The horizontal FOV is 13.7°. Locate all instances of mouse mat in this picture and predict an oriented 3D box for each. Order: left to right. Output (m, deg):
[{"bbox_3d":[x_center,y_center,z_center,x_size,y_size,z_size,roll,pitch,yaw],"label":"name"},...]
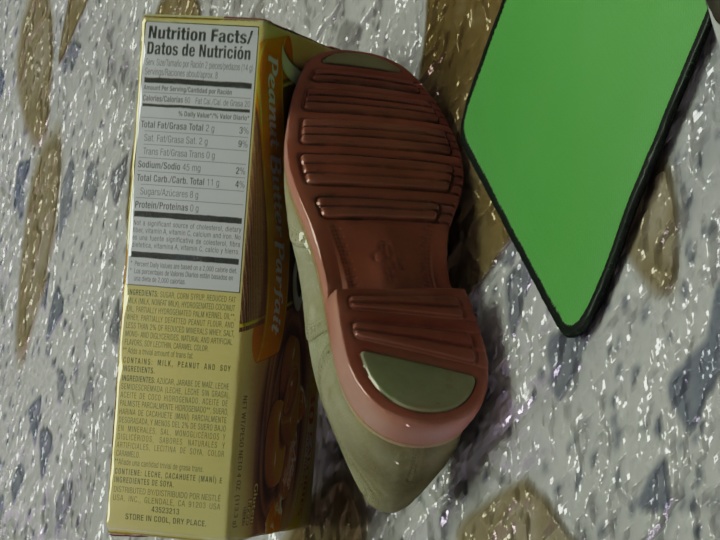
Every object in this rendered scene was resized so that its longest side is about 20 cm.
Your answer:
[{"bbox_3d":[0.086,-0.096,1.040,0.161,0.008,0.200,-114,40,-56],"label":"mouse mat"}]

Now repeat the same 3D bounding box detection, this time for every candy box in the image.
[{"bbox_3d":[-0.052,0.004,1.191,0.115,0.055,0.201,7,-94,-76],"label":"candy box"}]

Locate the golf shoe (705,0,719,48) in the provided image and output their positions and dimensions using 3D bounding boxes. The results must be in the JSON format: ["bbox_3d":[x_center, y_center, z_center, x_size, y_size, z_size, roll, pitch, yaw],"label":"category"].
[{"bbox_3d":[0.105,-0.106,0.869,0.078,0.094,0.201,-51,38,47],"label":"golf shoe"}]

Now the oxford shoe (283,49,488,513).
[{"bbox_3d":[0.000,0.000,1.137,0.074,0.071,0.200,109,163,-45],"label":"oxford shoe"}]
